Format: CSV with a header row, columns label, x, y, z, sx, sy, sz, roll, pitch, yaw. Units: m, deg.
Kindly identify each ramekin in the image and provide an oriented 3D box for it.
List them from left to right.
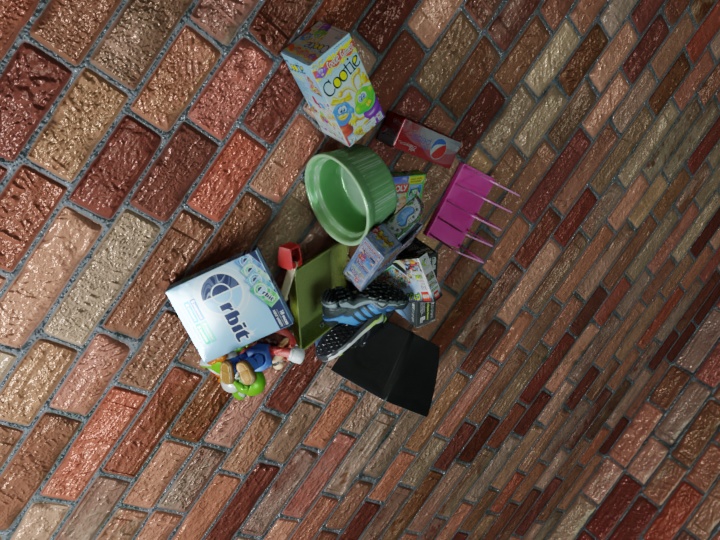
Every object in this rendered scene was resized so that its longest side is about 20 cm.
label,x,y,z,sx,sy,sz,roll,pitch,yaw
ramekin,-0.016,-0.161,1.554,0.097,0.200,0.201,-30,132,-31

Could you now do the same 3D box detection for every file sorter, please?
label,x,y,z,sx,sy,sz,roll,pitch,yaw
file sorter,0.282,-0.137,1.868,0.139,0.125,0.201,17,105,-44

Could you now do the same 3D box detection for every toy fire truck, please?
label,x,y,z,sx,sy,sz,roll,pitch,yaw
toy fire truck,-0.197,0.036,1.557,0.049,0.140,0.201,-36,134,-66

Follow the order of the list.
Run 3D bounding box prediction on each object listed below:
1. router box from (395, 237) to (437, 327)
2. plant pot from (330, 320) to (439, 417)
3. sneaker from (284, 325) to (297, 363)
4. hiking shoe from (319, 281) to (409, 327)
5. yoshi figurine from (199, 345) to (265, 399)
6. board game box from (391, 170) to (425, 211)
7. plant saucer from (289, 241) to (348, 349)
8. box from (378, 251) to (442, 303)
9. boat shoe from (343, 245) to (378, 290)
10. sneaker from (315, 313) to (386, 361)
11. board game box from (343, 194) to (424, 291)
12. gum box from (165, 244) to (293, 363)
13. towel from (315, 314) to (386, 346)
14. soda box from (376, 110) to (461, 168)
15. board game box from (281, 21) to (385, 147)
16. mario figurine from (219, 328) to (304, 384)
label,x,y,z,sx,sy,sz,roll,pitch,yaw
router box,0.114,0.015,1.805,0.062,0.150,0.201,-22,128,-28
plant pot,0.085,0.232,1.901,0.200,0.199,0.178,31,84,-46
sneaker,-0.188,0.118,1.682,0.082,0.078,0.201,-48,142,-23
hiking shoe,0.008,0.079,1.680,0.199,0.075,0.087,-1,126,-10
yoshi figurine,-0.267,0.211,1.643,0.112,0.112,0.201,-43,140,-20
board game box,0.056,-0.156,1.735,0.199,0.029,0.135,-11,124,-35
plant saucer,-0.097,0.045,1.679,0.200,0.048,0.201,-36,133,-47
box,0.088,0.020,1.731,0.035,0.199,0.111,-34,109,-38
boat shoe,0.000,0.000,1.701,0.074,0.075,0.201,-39,135,-42
sneaker,-0.014,0.162,1.777,0.200,0.072,0.083,-36,132,-17
board game box,0.058,-0.059,1.562,0.200,0.062,0.200,-42,175,-9
gum box,-0.258,0.068,1.502,0.199,0.045,0.171,-24,106,4
towel,-0.025,0.117,1.827,0.199,0.048,0.112,-33,132,-20
soda box,0.133,-0.291,1.689,0.199,0.063,0.070,11,109,-44
board game box,-0.049,-0.359,1.461,0.103,0.105,0.200,-42,136,-12
mario figurine,-0.195,0.190,1.550,0.200,0.123,0.106,-31,149,-56
